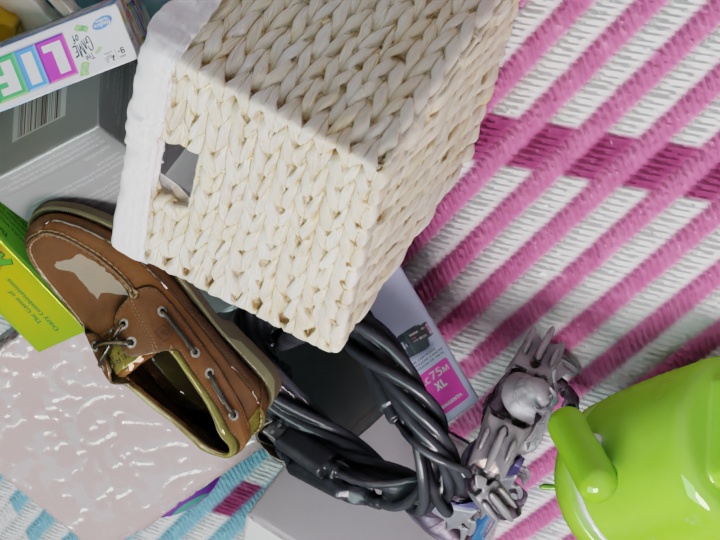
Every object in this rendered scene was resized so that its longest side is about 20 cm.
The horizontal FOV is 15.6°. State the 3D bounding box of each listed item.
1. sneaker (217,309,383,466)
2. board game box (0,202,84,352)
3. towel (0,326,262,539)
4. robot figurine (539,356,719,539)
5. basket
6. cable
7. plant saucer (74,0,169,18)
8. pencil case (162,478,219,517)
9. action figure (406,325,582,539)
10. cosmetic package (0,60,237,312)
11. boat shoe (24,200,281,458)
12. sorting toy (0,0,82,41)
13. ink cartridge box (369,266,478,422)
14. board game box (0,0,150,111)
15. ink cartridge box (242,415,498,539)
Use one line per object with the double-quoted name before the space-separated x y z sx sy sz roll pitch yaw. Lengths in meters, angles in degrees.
"sneaker" -0.074 0.056 1.837 0.200 0.106 0.075 29 145 13
"board game box" -0.244 -0.053 1.710 0.047 0.102 0.200 -23 123 32
"towel" -0.187 0.103 1.912 0.200 0.032 0.191 -35 114 30
"robot figurine" 0.202 0.122 1.653 0.175 0.116 0.200 18 155 -30
"basket" -0.027 -0.095 1.534 0.160 0.200 0.199 29 143 10
"cable" -0.001 0.082 1.690 0.200 0.051 0.164 24 132 42
"plant saucer" -0.168 -0.236 1.652 0.200 0.027 0.201 24 143 19
"pencil case" -0.176 0.090 1.982 0.085 0.092 0.200 10 137 39
"action figure" 0.097 0.115 1.730 0.069 0.130 0.200 37 150 5
"cosmetic package" -0.143 -0.053 1.714 0.107 0.090 0.200 -24 139 26
"boat shoe" -0.137 0.037 1.665 0.200 0.068 0.072 39 137 -11
"sorting toy" -0.242 -0.151 1.737 0.180 0.107 0.200 -10 132 47
"ink cartridge box" 0.000 0.000 1.718 0.200 0.042 0.119 56 174 -28
"board game box" -0.192 -0.122 1.536 0.200 0.134 0.034 -96 -16 -82
"ink cartridge box" 0.004 0.215 1.916 0.144 0.147 0.200 29 145 12
